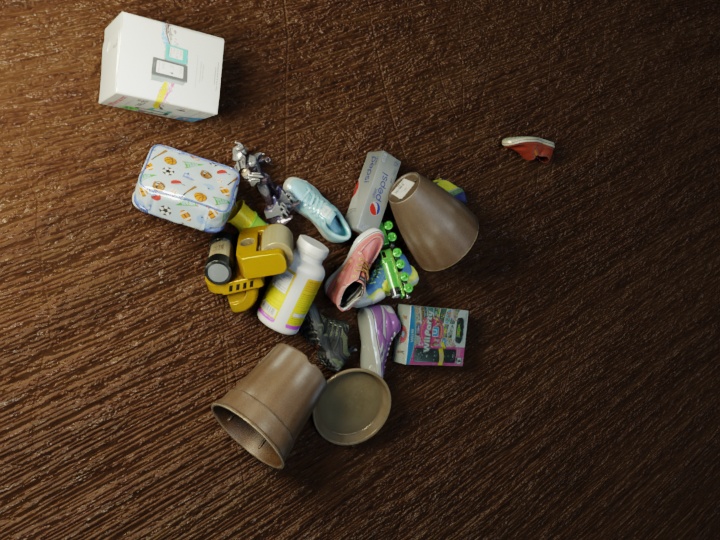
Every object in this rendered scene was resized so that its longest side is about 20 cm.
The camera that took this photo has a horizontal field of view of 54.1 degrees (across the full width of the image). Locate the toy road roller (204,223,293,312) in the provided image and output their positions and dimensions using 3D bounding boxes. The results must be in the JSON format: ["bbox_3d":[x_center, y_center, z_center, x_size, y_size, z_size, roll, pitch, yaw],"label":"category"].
[{"bbox_3d":[-0.228,-0.001,1.478,0.195,0.124,0.149,-11,123,1],"label":"toy road roller"}]

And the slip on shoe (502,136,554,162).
[{"bbox_3d":[0.475,-0.342,1.987,0.197,0.073,0.063,3,95,-39],"label":"slip on shoe"}]

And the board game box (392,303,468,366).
[{"bbox_3d":[0.182,0.169,1.824,0.196,0.064,0.152,6,89,-33],"label":"board game box"}]

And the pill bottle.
[{"bbox_3d":[-0.142,0.030,1.535,0.103,0.104,0.203,20,104,-32],"label":"pill bottle"}]

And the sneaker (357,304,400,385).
[{"bbox_3d":[0.058,0.186,1.738,0.112,0.072,0.206,-7,98,-37],"label":"sneaker"}]

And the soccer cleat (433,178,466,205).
[{"bbox_3d":[0.189,-0.205,1.817,0.196,0.065,0.086,13,56,-30],"label":"soccer cleat"}]

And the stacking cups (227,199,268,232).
[{"bbox_3d":[-0.206,-0.068,1.547,0.200,0.060,0.061,43,70,-28],"label":"stacking cups"}]

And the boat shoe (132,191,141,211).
[{"bbox_3d":[-0.366,-0.124,1.436,0.196,0.069,0.057,2,132,-27],"label":"boat shoe"}]

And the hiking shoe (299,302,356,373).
[{"bbox_3d":[-0.079,0.137,1.649,0.101,0.075,0.203,-45,125,-32],"label":"hiking shoe"}]

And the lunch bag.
[{"bbox_3d":[-0.335,-0.163,1.390,0.196,0.076,0.162,18,42,-13],"label":"lunch bag"}]

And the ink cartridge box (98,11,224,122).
[{"bbox_3d":[-0.385,-0.384,1.356,0.196,0.146,0.150,5,91,-33],"label":"ink cartridge box"}]

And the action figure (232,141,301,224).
[{"bbox_3d":[-0.211,-0.195,1.510,0.201,0.068,0.131,55,24,-30],"label":"action figure"}]

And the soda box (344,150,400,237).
[{"bbox_3d":[0.026,-0.182,1.692,0.063,0.068,0.204,25,80,-34],"label":"soda box"}]

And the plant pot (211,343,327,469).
[{"bbox_3d":[-0.185,0.280,1.516,0.199,0.198,0.202,-51,118,-28],"label":"plant pot"}]

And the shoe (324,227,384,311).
[{"bbox_3d":[0.000,0.000,1.633,0.071,0.091,0.201,37,95,-35],"label":"shoe"}]

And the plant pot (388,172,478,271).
[{"bbox_3d":[0.157,-0.135,1.700,0.200,0.185,0.189,44,70,-34],"label":"plant pot"}]

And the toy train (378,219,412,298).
[{"bbox_3d":[0.074,-0.025,1.692,0.055,0.042,0.204,-13,75,-12],"label":"toy train"}]

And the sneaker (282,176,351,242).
[{"bbox_3d":[-0.090,-0.141,1.608,0.199,0.081,0.075,42,70,-28],"label":"sneaker"}]

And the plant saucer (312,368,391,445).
[{"bbox_3d":[-0.022,0.321,1.679,0.195,0.029,0.205,-6,110,-15],"label":"plant saucer"}]

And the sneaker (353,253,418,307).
[{"bbox_3d":[0.046,0.017,1.729,0.197,0.076,0.107,-20,85,-30],"label":"sneaker"}]
